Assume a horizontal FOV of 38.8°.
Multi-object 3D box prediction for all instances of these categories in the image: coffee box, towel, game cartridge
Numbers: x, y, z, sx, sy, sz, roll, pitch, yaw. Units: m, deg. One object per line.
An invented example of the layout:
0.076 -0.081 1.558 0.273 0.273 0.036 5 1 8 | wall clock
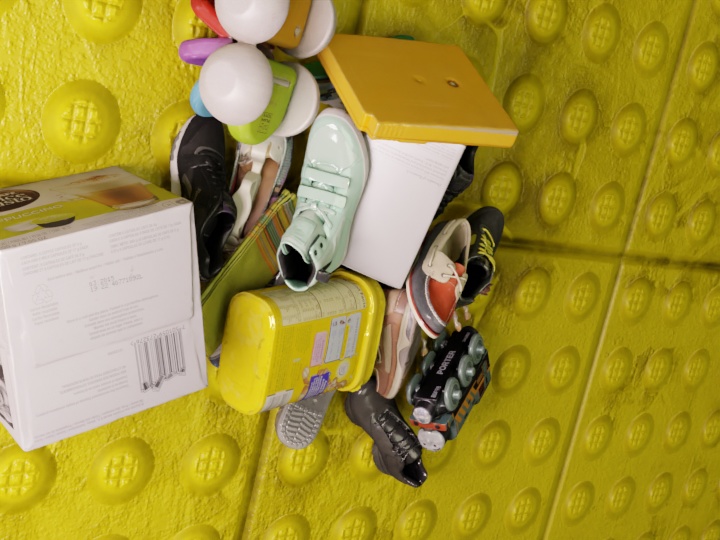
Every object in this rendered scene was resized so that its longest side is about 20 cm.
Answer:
-0.291 0.025 1.036 0.198 0.197 0.202 -16 115 -33 | coffee box
-0.127 0.005 1.181 0.201 0.018 0.086 -53 148 -17 | towel
0.062 -0.208 1.180 0.198 0.177 0.033 -2 135 -27 | game cartridge

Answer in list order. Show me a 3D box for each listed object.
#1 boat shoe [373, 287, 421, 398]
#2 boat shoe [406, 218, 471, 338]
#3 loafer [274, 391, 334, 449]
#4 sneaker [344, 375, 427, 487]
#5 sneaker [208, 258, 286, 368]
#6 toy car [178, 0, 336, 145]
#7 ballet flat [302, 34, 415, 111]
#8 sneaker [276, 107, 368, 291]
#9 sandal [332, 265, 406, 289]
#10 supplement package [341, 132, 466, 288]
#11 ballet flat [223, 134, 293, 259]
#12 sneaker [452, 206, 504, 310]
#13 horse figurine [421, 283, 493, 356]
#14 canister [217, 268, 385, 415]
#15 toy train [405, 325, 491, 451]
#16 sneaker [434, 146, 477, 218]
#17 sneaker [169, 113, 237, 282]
0.039 0.091 1.350 0.201 0.071 0.076 101 14 -44 | boat shoe
0.104 0.004 1.277 0.071 0.062 0.201 52 28 -24 | boat shoe
-0.063 0.140 1.359 0.075 0.070 0.201 36 71 -16 | loafer
0.046 0.230 1.456 0.076 0.091 0.201 -41 126 -17 | sneaker
-0.141 0.021 1.249 0.085 0.077 0.201 37 75 -31 | sneaker
-0.125 -0.241 1.104 0.175 0.148 0.202 -6 110 -67 | toy car
-0.005 -0.232 1.255 0.199 0.074 0.075 -22 120 -29 | ballet flat
-0.045 -0.074 1.145 0.118 0.073 0.203 -50 149 -62 | sneaker
0.000 0.000 1.354 0.198 0.054 0.083 12 85 -24 | sandal
0.041 -0.103 1.246 0.116 0.117 0.202 23 115 -2 | supplement package
-0.122 -0.108 1.182 0.068 0.071 0.202 14 88 3 | ballet flat
0.156 -0.011 1.384 0.075 0.084 0.201 47 57 -23 | sneaker
0.085 0.042 1.432 0.199 0.050 0.134 -31 102 -16 | horse figurine
-0.069 0.083 1.218 0.199 0.086 0.150 -9 115 -51 | canister
0.130 0.168 1.474 0.200 0.084 0.115 -53 137 -48 | toy train
0.101 -0.118 1.357 0.075 0.087 0.202 14 99 -43 | sneaker
-0.165 -0.080 1.138 0.075 0.087 0.202 26 67 -51 | sneaker
